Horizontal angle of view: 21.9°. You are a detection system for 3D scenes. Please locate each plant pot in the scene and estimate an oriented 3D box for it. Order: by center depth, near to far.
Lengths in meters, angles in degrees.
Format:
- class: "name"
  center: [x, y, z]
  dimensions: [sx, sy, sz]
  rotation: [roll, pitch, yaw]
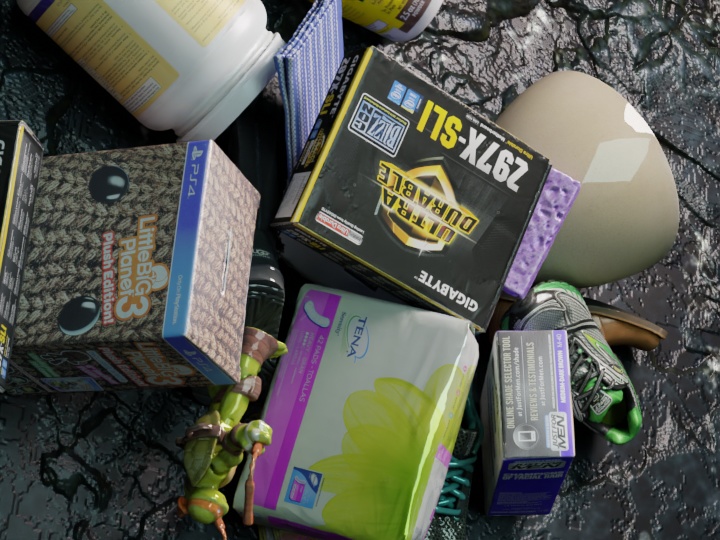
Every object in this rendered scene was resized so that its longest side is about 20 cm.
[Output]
- class: "plant pot"
  center: [0.169, -0.063, 1.685]
  dimensions: [0.134, 0.200, 0.201]
  rotation: [-30, 89, -27]

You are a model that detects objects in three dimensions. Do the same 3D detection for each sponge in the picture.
- class: "sponge"
  center: [0.079, -0.071, 1.600]
  dimensions: [0.199, 0.030, 0.112]
  rotation: [29, 86, 8]

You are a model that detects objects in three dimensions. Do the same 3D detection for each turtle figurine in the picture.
- class: "turtle figurine"
  center: [-0.110, 0.133, 1.430]
  dimensions: [0.064, 0.200, 0.162]
  rotation: [18, 59, -9]

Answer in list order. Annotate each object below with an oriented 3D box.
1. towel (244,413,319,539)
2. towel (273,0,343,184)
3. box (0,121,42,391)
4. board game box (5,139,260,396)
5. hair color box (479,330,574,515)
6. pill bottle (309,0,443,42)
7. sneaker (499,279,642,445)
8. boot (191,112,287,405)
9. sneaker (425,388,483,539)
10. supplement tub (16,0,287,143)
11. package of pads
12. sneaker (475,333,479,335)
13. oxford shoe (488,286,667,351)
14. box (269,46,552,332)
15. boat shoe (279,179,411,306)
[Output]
- class: "towel"
  center: [-0.006, 0.184, 1.577]
  dimensions: [0.199, 0.023, 0.144]
  rotation: [-4, 73, -34]
- class: "towel"
  center: [-0.042, -0.147, 1.585]
  dimensions: [0.200, 0.024, 0.145]
  rotation: [-66, 155, -63]
- class: "box"
  center: [-0.328, -0.010, 1.367]
  dimensions: [0.159, 0.049, 0.201]
  rotation: [-1, 66, 15]
- class: "board game box"
  center: [-0.191, 0.001, 1.412]
  dimensions: [0.097, 0.199, 0.160]
  rotation: [49, 41, -58]
- class: "hair color box"
  center: [0.139, 0.133, 1.578]
  dimensions: [0.064, 0.200, 0.110]
  rotation: [-2, 70, 1]
- class: "pill bottle"
  center: [-0.021, -0.294, 1.697]
  dimensions: [0.199, 0.109, 0.110]
  rotation: [22, 61, -24]
- class: "sneaker"
  center: [0.197, 0.082, 1.660]
  dimensions: [0.200, 0.078, 0.085]
  rotation: [43, 9, -38]
- class: "boot"
  center: [-0.100, -0.011, 1.550]
  dimensions: [0.065, 0.165, 0.201]
  rotation: [10, 44, -17]
- class: "sneaker"
  center: [0.064, 0.159, 1.552]
  dimensions: [0.077, 0.091, 0.201]
  rotation: [6, 69, -30]
- class: "supplement tub"
  center: [-0.170, -0.209, 1.547]
  dimensions: [0.200, 0.145, 0.146]
  rotation: [44, 55, -11]
- class: "package of pads"
  center: [0.002, 0.121, 1.493]
  dimensions: [0.154, 0.068, 0.201]
  rotation: [13, 75, 14]
- class: "sneaker"
  center: [0.064, -0.035, 1.677]
  dimensions: [0.091, 0.077, 0.200]
  rotation: [-39, 100, -46]
- class: "oxford shoe"
  center: [0.199, 0.058, 1.741]
  dimensions: [0.199, 0.071, 0.072]
  rotation: [11, 93, -28]
- class: "box"
  center: [0.044, -0.063, 1.506]
  dimensions: [0.200, 0.049, 0.160]
  rotation: [30, 74, -26]
- class: "boat shoe"
  center: [0.000, 0.000, 1.619]
  dimensions: [0.200, 0.091, 0.071]
  rotation: [41, 94, 21]
